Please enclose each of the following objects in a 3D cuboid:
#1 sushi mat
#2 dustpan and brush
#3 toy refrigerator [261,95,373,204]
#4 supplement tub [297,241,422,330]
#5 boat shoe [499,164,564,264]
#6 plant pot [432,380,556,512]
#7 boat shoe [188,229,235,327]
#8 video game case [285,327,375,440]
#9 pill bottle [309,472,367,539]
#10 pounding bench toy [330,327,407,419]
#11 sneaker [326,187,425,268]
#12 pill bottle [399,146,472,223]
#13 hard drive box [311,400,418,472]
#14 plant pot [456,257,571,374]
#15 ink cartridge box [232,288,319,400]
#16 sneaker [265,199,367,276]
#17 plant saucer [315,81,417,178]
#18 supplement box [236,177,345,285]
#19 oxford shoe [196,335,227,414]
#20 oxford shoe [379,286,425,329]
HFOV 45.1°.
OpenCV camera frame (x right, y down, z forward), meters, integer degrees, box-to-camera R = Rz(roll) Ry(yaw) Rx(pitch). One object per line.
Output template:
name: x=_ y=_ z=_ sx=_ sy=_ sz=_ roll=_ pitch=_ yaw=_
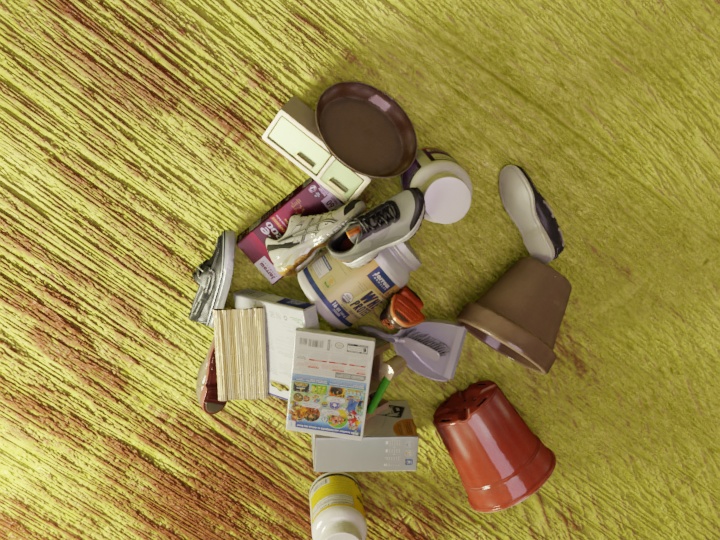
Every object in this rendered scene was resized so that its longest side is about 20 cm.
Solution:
sushi mat: x=-0.224 y=0.159 z=1.620 sx=0.096 sy=0.012 sz=0.200 roll=-4 pitch=115 yaw=-9
dustpan and brush: x=0.095 y=0.139 z=1.698 sx=0.200 sy=0.057 sz=0.140 roll=22 pitch=124 yaw=17
toy refrigerator: x=-0.070 y=-0.210 z=1.538 sx=0.200 sy=0.070 sz=0.076 roll=38 pitch=127 yaw=-7
supplement tub: x=0.000 y=0.000 z=1.603 sx=0.200 sy=0.144 sz=0.144 roll=-38 pitch=108 yaw=8
boat shoe: x=0.328 y=-0.112 z=1.641 sx=0.060 sy=0.074 sz=0.200 roll=-30 pitch=94 yaw=-38
plant pot: x=0.254 y=0.339 z=1.726 sx=0.201 sy=0.201 sz=0.195 roll=-31 pitch=100 yaw=5
boat shoe: x=-0.279 y=0.016 z=1.619 sx=0.071 sy=0.072 sz=0.200 roll=11 pitch=109 yaw=-13
video game case: x=-0.055 y=0.205 z=1.551 sx=0.143 sy=0.018 sz=0.200 roll=8 pitch=109 yaw=2
pill bottle: x=-0.045 y=0.500 z=1.735 sx=0.111 sy=0.200 sz=0.111 roll=-2 pitch=109 yaw=-4
pounding bench toy: x=-0.003 y=0.218 z=1.631 sx=0.124 sy=0.200 sz=0.156 roll=-19 pitch=116 yaw=-43
sneaker: x=0.027 y=-0.072 z=1.466 sx=0.200 sy=0.074 sz=0.079 roll=-37 pitch=151 yaw=25
pill bottle: x=0.136 y=-0.148 z=1.537 sx=0.111 sy=0.200 sz=0.112 roll=-2 pitch=109 yaw=-5
hard drive box: x=0.004 y=0.324 z=1.706 sx=0.200 sy=0.156 sz=0.077 roll=0 pitch=108 yaw=-6
plant pot: x=0.310 y=0.075 z=1.653 sx=0.200 sy=0.200 sz=0.175 roll=34 pitch=83 yaw=-15
ink cartridge box: x=-0.149 y=0.144 z=1.626 sx=0.041 sy=0.199 sz=0.200 roll=-24 pitch=116 yaw=-43
sneaker: x=-0.084 y=-0.077 z=1.536 sx=0.200 sy=0.076 sz=0.088 roll=-35 pitch=76 yaw=8
plant saucer: x=0.007 y=-0.242 z=1.524 sx=0.200 sy=0.200 sz=0.032 roll=27 pitch=145 yaw=-13
supplement box: x=-0.121 y=-0.079 z=1.609 sx=0.200 sy=0.061 sz=0.109 roll=-39 pitch=106 yaw=8
oxford shoe: x=-0.281 y=0.173 z=1.668 sx=0.070 sy=0.075 sz=0.200 roll=9 pitch=105 yaw=-41
oxford shoe: x=0.073 y=0.086 z=1.611 sx=0.071 sy=0.200 sz=0.073 roll=43 pitch=102 yaw=2
